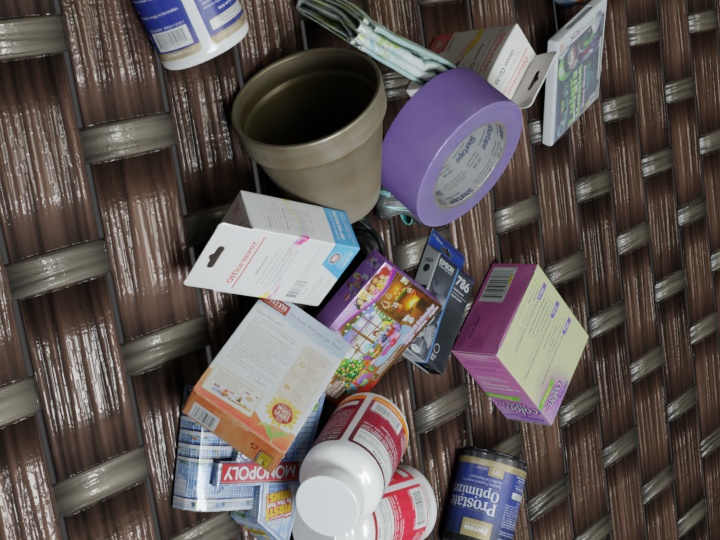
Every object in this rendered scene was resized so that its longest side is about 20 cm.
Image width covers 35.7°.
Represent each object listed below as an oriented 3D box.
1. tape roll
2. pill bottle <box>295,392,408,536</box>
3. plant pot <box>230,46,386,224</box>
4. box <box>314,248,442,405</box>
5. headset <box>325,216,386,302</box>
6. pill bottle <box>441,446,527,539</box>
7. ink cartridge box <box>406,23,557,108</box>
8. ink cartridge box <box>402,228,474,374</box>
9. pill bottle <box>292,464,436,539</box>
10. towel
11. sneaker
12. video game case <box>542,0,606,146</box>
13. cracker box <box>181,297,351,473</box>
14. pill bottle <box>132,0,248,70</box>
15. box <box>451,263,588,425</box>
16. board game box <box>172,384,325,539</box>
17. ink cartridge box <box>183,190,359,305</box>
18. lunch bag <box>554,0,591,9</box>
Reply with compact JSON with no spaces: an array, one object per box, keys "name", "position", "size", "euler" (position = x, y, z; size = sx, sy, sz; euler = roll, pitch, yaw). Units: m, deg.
[{"name":"tape roll","position":[0.121,-0.165,1.512],"size":[0.199,0.085,0.201],"euler":[-35,152,-22]},{"name":"pill bottle","position":[-0.013,0.251,1.449],"size":[0.200,0.111,0.115],"euler":[-50,129,-62]},{"name":"plant pot","position":[-0.049,-0.157,1.436],"size":[0.201,0.197,0.175],"euler":[-53,143,-31]},{"name":"box","position":[0.002,0.085,1.515],"size":[0.201,0.039,0.136],"euler":[-49,131,7]},{"name":"headset","position":[0.000,0.000,1.540],"size":[0.125,0.093,0.201],"euler":[-60,137,-26]},{"name":"pill bottle","position":[0.188,0.386,1.743],"size":[0.111,0.111,0.204],"euler":[27,72,-43]},{"name":"ink cartridge box","position":[0.177,-0.293,1.639],"size":[0.068,0.198,0.118],"euler":[47,60,-36]},{"name":"ink cartridge box","position":[0.118,0.047,1.708],"size":[0.099,0.039,0.203],"euler":[35,67,-41]},{"name":"pill bottle","position":[0.005,0.342,1.546],"size":[0.198,0.111,0.115],"euler":[-5,95,-46]},{"name":"towel","position":[0.023,-0.310,1.499],"size":[0.198,0.171,0.049],"euler":[21,105,-45]},{"name":"sneaker","position":[0.095,-0.105,1.664],"size":[0.197,0.075,0.081],"euler":[7,96,-38]},{"name":"video game case","position":[0.367,-0.342,1.914],"size":[0.182,0.023,0.202],"euler":[-44,144,-36]},{"name":"cracker box","position":[-0.112,0.131,1.377],"size":[0.133,0.058,0.201],"euler":[34,45,0]},{"name":"pill bottle","position":[-0.216,-0.345,1.282],"size":[0.116,0.114,0.202],"euler":[-43,121,-36]},{"name":"box","position":[0.263,0.119,1.822],"size":[0.200,0.096,0.178],"euler":[48,59,-35]},{"name":"board game box","position":[-0.140,0.251,1.426],"size":[0.198,0.061,0.204],"euler":[7,86,-46]},{"name":"ink cartridge box","position":[-0.116,-0.028,1.378],"size":[0.197,0.116,0.069],"euler":[10,43,-35]},{"name":"lunch bag","position":[0.348,-0.553,1.902],"size":[0.199,0.075,0.163],"euler":[33,66,-41]}]
